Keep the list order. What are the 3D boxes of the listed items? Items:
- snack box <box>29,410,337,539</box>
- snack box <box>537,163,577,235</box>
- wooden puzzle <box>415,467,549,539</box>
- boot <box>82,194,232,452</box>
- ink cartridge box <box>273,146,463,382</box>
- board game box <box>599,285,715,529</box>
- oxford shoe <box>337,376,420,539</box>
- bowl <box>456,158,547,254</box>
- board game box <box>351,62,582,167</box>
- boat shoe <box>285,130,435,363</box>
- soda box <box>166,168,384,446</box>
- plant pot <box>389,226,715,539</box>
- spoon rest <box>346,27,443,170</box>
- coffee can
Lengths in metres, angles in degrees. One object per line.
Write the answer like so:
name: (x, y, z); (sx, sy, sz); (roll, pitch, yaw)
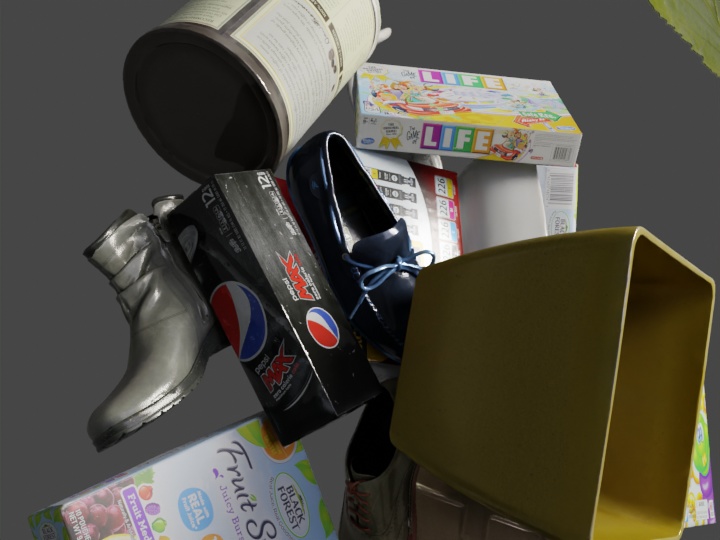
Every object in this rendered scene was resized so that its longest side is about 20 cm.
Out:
snack box: (-0.112, 0.197, 0.630); (0.199, 0.053, 0.143); (-17, 86, -47)
snack box: (0.197, -0.011, 0.934); (0.142, 0.053, 0.202); (-21, 114, -76)
wooden puzzle: (0.101, 0.215, 0.815); (0.184, 0.046, 0.201); (22, 61, -11)
boot: (-0.166, 0.032, 0.661); (0.131, 0.068, 0.200); (52, 37, -10)
ink cartridge box: (0.000, 0.000, 0.787); (0.174, 0.084, 0.201); (10, 64, -26)
board game box: (0.234, 0.115, 0.769); (0.105, 0.102, 0.202); (15, 70, -51)
oxford shoe: (0.005, 0.179, 0.710); (0.075, 0.070, 0.202); (14, 88, -54)
bowl: (0.123, -0.004, 0.876); (0.074, 0.200, 0.201); (0, 60, -3)
board game box: (0.093, -0.149, 0.837); (0.198, 0.034, 0.135); (4, 32, -6)
boat shoe: (0.004, -0.016, 0.703); (0.084, 0.069, 0.201); (-35, 89, -34)
soda box: (-0.065, 0.025, 0.678); (0.071, 0.063, 0.201); (-16, 75, -56)
plant pot: (0.137, 0.081, 0.658); (0.199, 0.175, 0.202); (18, 80, -53)
spoon rest: (0.034, -0.149, 0.941); (0.099, 0.060, 0.201); (-35, 110, -45)
coffee can: (-0.086, -0.184, 0.765); (0.147, 0.146, 0.200); (49, 46, -17)
